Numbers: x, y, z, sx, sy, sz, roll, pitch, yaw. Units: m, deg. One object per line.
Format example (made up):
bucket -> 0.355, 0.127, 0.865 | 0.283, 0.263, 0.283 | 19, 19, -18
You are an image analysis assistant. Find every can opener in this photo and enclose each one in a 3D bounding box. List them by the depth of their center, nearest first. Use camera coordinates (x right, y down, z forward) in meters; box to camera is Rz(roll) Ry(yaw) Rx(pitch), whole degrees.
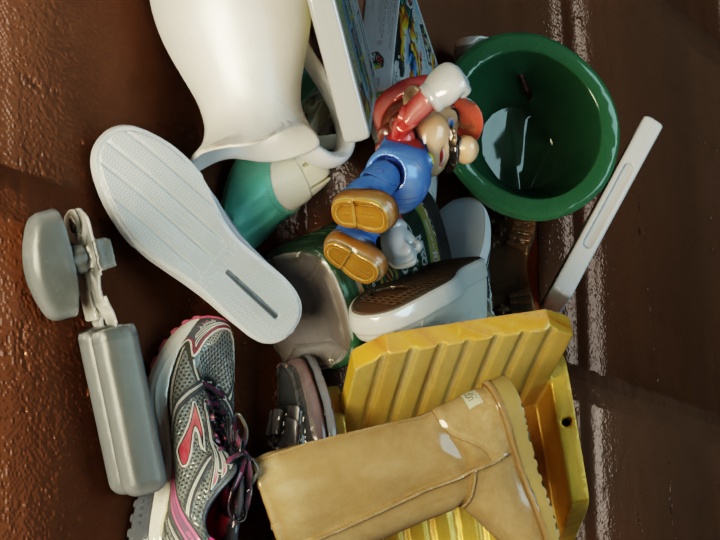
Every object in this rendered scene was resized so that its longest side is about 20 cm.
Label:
can opener -> -0.179, 0.055, 1.266 | 0.066, 0.053, 0.202 | -17, 95, -24

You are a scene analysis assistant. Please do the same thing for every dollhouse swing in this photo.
dollhouse swing -> 0.079, 0.140, 1.437 | 0.176, 0.198, 0.184 | 133, -51, -76

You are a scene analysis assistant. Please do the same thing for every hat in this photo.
hat -> 0.144, -0.113, 1.769 | 0.200, 0.176, 0.166 | 39, 78, -5

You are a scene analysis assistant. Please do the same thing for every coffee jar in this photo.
coffee jar -> 0.000, 0.000, 1.526 | 0.200, 0.085, 0.105 | -37, 113, -56

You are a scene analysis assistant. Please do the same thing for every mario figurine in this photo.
mario figurine -> 0.049, -0.078, 1.452 | 0.106, 0.123, 0.201 | 46, 44, -16

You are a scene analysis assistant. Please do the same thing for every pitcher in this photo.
pitcher -> -0.075, -0.174, 1.410 | 0.171, 0.120, 0.202 | 4, 72, -54

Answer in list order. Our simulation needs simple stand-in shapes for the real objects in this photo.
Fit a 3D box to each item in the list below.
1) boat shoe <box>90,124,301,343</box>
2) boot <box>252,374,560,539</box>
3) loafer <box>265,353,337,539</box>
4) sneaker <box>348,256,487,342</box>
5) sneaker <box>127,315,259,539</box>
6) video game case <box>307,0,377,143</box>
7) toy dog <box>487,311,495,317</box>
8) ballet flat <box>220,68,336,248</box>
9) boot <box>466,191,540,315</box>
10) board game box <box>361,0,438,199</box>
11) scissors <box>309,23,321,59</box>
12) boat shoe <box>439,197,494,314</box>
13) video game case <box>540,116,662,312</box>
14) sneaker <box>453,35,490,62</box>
boat shoe -> -0.124, -0.022, 1.356 | 0.072, 0.062, 0.200 | -45, 109, -14
boot -> 0.036, 0.180, 1.382 | 0.066, 0.198, 0.177 | -135, -155, -72
loafer -> -0.047, 0.165, 1.421 | 0.062, 0.072, 0.202 | -7, 85, -18
sneaker -> 0.055, 0.045, 1.461 | 0.200, 0.072, 0.086 | -19, 104, -61
sneaker -> -0.106, 0.128, 1.326 | 0.080, 0.074, 0.202 | 31, 54, -50
video game case -> -0.024, -0.211, 1.395 | 0.182, 0.023, 0.202 | -82, 159, -73
toy dog -> 0.111, 0.134, 1.585 | 0.131, 0.096, 0.202 | -8, 112, -48
ballet flat -> -0.049, -0.096, 1.490 | 0.068, 0.070, 0.201 | 61, 36, -32
boot -> 0.136, 0.009, 1.775 | 0.107, 0.074, 0.202 | 63, 25, -59
board game box -> 0.036, -0.155, 1.621 | 0.200, 0.034, 0.127 | 64, 29, -60
scissors -> -0.063, -0.274, 1.579 | 0.073, 0.014, 0.202 | -1, 81, -56
boat shoe -> 0.085, 0.036, 1.665 | 0.068, 0.073, 0.201 | 40, 51, -50
video game case -> 0.224, -0.042, 1.791 | 0.183, 0.023, 0.200 | -61, 175, -7
sneaker -> 0.144, -0.141, 1.816 | 0.201, 0.078, 0.078 | 55, 48, -32
